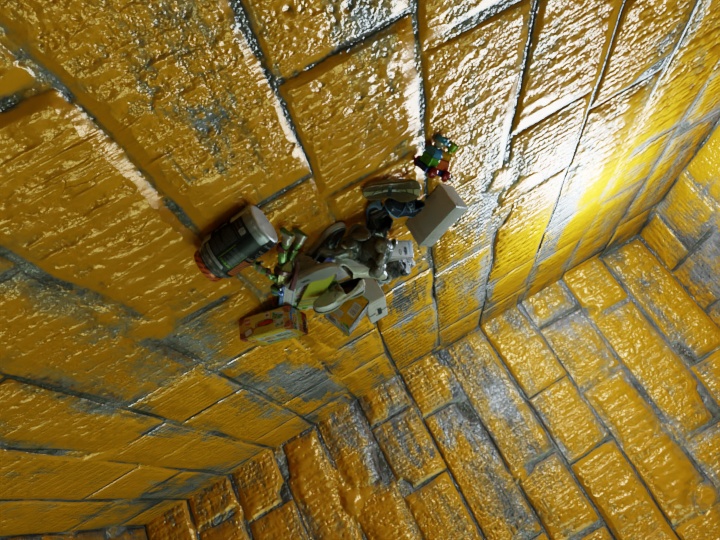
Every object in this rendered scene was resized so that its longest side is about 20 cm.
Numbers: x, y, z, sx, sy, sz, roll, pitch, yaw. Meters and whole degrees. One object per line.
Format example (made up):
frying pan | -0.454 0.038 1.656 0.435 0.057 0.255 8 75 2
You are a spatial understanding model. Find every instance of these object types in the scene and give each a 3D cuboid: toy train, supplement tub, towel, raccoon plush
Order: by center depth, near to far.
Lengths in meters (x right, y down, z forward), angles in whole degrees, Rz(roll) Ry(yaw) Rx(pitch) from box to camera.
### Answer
supplement tub | -0.322 -0.065 1.345 0.198 0.124 0.122 -34 155 8
toy train | 0.256 -0.334 1.560 0.198 0.085 0.117 1 128 -49
towel | -0.150 0.065 1.735 0.085 0.018 0.201 -8 151 -28
raccoon plush | 0.133 0.011 2.040 0.133 0.098 0.199 -32 157 22

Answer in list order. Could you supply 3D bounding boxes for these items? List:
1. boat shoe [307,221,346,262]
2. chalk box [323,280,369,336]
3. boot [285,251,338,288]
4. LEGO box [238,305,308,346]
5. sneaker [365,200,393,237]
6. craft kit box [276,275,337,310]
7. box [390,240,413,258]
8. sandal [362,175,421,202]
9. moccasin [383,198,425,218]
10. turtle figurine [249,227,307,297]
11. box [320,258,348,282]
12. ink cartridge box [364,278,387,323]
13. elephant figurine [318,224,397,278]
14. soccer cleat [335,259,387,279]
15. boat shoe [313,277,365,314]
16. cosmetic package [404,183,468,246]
boat shoe | -0.108 -0.069 1.653 0.200 0.057 0.068 -45 152 25
chalk box | -0.052 0.144 1.876 0.125 0.123 0.200 -51 171 -16
boot | -0.157 -0.017 1.602 0.197 0.098 0.073 -18 156 26
LEGO box | -0.303 0.199 1.838 0.196 0.079 0.149 -16 158 15
sneaker | 0.062 -0.146 1.668 0.070 0.083 0.200 -36 157 -12
craft kit box | -0.187 0.073 1.789 0.193 0.049 0.201 -5 151 -16
box | 0.079 -0.066 1.809 0.197 0.062 0.115 -4 176 -44
sandal | 0.094 -0.251 1.562 0.196 0.055 0.081 -3 141 -20
moccasin | 0.141 -0.214 1.656 0.068 0.082 0.199 -32 171 29
turtle figurine | -0.248 -0.041 1.531 0.142 0.201 0.196 17 111 -29
box | -0.101 -0.010 1.794 0.117 0.042 0.201 -25 153 -10
ink cartridge box | 0.034 0.096 2.011 0.083 0.146 0.201 -27 155 -7
elephant figurine | -0.005 -0.072 1.615 0.155 0.197 0.144 28 84 -77
soccer cleat | 0.000 0.000 1.718 0.197 0.079 0.069 25 156 -26
boat shoe | -0.073 0.074 1.740 0.198 0.075 0.069 -28 146 -22
cosmetic package | 0.257 -0.186 1.790 0.084 0.109 0.200 0 143 -47
